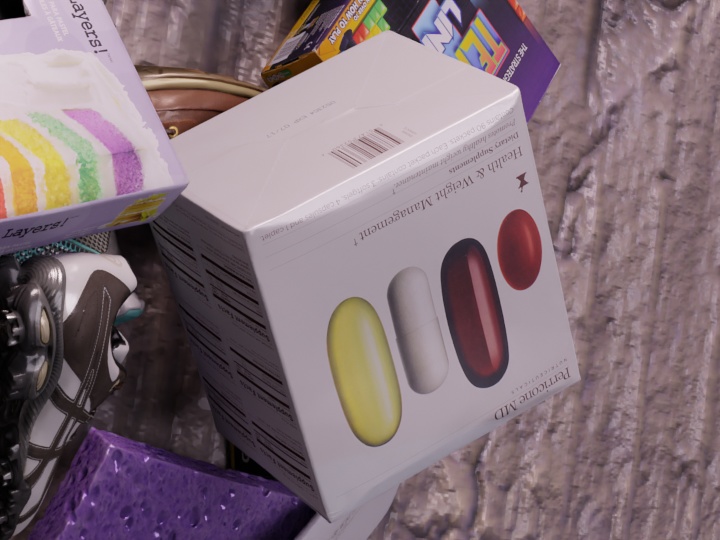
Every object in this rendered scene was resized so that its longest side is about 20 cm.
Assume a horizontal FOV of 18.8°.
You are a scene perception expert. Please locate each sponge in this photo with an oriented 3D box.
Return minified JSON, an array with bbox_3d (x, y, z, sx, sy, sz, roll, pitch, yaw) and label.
[{"bbox_3d":[-0.115,0.168,1.327,0.200,0.030,0.112,23,99,-47],"label":"sponge"}]

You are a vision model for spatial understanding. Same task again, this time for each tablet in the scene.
[{"bbox_3d":[-0.022,0.180,1.399,0.200,0.014,0.130,-46,162,-39],"label":"tablet"}]

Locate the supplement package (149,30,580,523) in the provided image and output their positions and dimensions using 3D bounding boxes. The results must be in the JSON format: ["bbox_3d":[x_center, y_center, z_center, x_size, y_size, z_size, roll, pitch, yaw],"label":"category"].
[{"bbox_3d":[0.000,0.000,1.285,0.191,0.147,0.201,-28,122,-21],"label":"supplement package"}]

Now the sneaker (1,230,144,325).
[{"bbox_3d":[-0.210,-0.012,1.223,0.199,0.077,0.092,4,73,-52],"label":"sneaker"}]

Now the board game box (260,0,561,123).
[{"bbox_3d":[0.039,-0.134,1.450,0.166,0.057,0.200,50,46,-22],"label":"board game box"}]

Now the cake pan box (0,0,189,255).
[{"bbox_3d":[-0.209,-0.104,1.149,0.184,0.052,0.201,-11,69,-42],"label":"cake pan box"}]

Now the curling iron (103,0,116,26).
[{"bbox_3d":[-0.159,-0.216,1.285,0.049,0.026,0.201,11,74,-14],"label":"curling iron"}]

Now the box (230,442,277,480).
[{"bbox_3d":[-0.020,0.028,1.444,0.159,0.049,0.201,-9,98,-50],"label":"box"}]

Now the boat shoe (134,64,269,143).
[{"bbox_3d":[-0.135,-0.088,1.296,0.199,0.072,0.068,-1,98,-42],"label":"boat shoe"}]

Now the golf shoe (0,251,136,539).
[{"bbox_3d":[-0.169,0.072,1.195,0.094,0.078,0.201,-17,143,-34],"label":"golf shoe"}]
